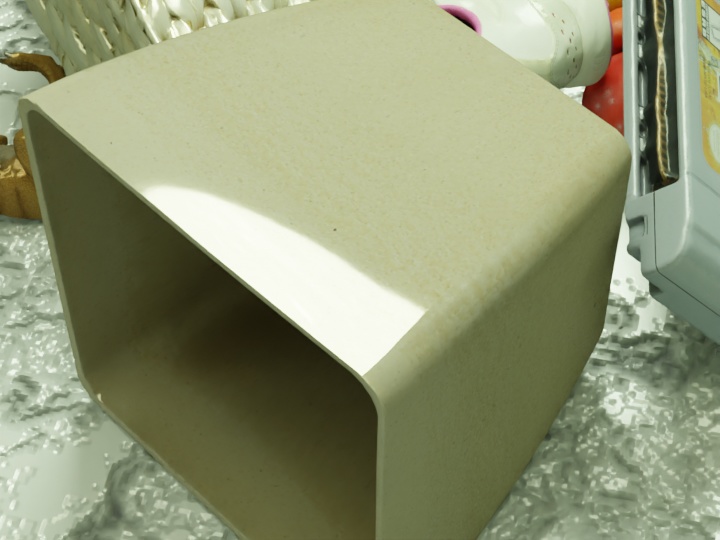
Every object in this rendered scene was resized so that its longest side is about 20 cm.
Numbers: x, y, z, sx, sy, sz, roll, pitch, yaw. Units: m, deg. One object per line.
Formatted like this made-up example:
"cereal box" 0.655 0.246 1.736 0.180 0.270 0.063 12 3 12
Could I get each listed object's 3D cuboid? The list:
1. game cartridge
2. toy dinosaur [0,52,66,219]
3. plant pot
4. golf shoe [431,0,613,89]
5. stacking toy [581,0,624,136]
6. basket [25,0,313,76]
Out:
"game cartridge" 0.167 -0.059 0.808 0.042 0.133 0.200 -25 49 40
"toy dinosaur" -0.140 -0.052 0.894 0.200 0.060 0.106 -2 86 2
"plant pot" 0.000 0.000 0.753 0.177 0.200 0.200 -38 60 -26
"golf shoe" 0.023 -0.124 0.873 0.200 0.075 0.091 18 38 41
"stacking toy" 0.150 -0.143 0.901 0.085 0.085 0.200 5 62 10
"basket" -0.086 -0.151 0.848 0.123 0.136 0.200 -18 69 -24
